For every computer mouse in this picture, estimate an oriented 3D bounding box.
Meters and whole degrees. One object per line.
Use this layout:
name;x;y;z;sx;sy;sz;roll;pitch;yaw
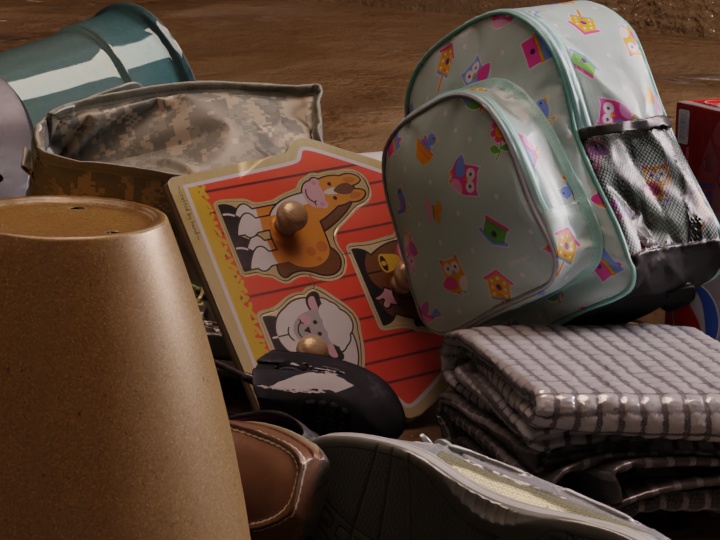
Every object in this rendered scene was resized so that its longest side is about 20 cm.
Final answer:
computer mouse;-0.066;0.050;1.353;0.199;0.034;0.059;21;39;-1

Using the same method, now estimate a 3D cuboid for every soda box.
soda box;0.232;-0.003;1.435;0.070;0.201;0.063;-5;14;-32

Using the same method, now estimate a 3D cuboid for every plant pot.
plant pot;-0.251;-0.092;1.820;0.195;0.201;0.200;-16;21;-33
plant pot;-0.133;0.074;1.039;0.185;0.201;0.186;2;14;-1

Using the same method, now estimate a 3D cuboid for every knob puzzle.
knob puzzle;0.000;0.000;1.452;0.219;0.221;0.030;-4;-26;-27

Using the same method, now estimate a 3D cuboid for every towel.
towel;0.144;0.087;1.300;0.165;0.086;0.200;0;11;-15

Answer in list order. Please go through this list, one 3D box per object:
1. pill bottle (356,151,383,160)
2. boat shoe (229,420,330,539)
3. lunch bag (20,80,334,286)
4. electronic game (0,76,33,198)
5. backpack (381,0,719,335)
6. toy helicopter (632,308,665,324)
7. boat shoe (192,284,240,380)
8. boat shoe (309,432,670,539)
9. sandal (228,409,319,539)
pill bottle;0.082;-0.052;1.830;0.199;0.115;0.114;-5;14;-29
boat shoe;-0.109;0.101;1.170;0.199;0.076;0.074;1;-17;38
lunch bag;-0.128;-0.038;1.570;0.199;0.164;0.118;0;45;-10
electronic game;-0.324;-0.064;1.684;0.199;0.201;0.042;7;-20;23
backpack;0.103;-0.060;1.414;0.153;0.201;0.176;-3;-16;-33
toy helicopter;0.210;-0.024;1.516;0.132;0.200;0.079;-39;16;0
boat shoe;-0.128;0.035;1.500;0.201;0.061;0.072;6;-8;12
boat shoe;0.061;0.126;1.138;0.201;0.075;0.065;13;10;25
sandal;-0.070;0.099;1.244;0.200;0.048;0.075;15;32;26
